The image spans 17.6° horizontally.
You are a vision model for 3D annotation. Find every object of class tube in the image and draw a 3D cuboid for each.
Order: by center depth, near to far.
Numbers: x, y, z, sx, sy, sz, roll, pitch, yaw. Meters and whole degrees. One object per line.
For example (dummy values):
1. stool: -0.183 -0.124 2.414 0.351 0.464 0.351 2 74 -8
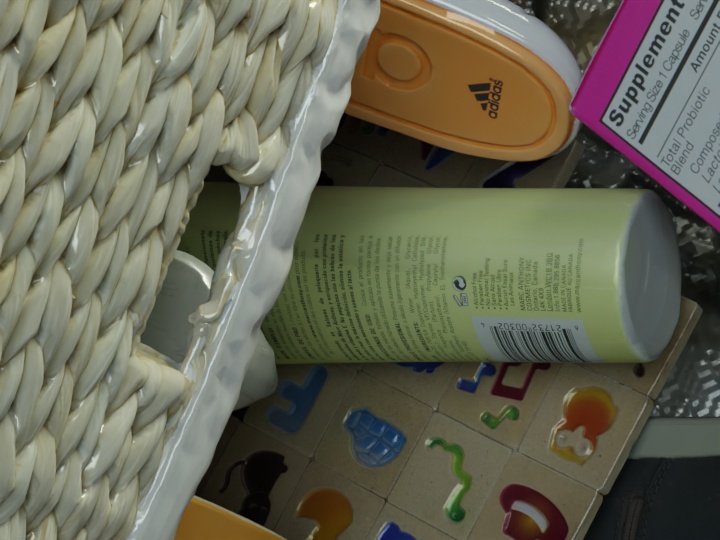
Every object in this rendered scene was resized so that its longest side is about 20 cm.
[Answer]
1. tube: 0.000 0.000 0.738 0.199 0.052 0.058 -1 80 28

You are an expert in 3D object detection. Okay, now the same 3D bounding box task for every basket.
1. basket: -0.136 -0.038 0.614 0.199 0.161 0.199 18 84 32

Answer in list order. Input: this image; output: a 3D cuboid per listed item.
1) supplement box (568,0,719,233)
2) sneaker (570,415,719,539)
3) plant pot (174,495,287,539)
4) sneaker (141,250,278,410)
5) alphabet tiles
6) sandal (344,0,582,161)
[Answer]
1. supplement box: 0.174 -0.035 0.648 0.200 0.101 0.104 43 125 25
2. sneaker: 0.143 0.097 0.711 0.200 0.075 0.107 -4 84 44
3. plant pot: -0.104 0.151 0.706 0.199 0.200 0.184 17 77 14
4. sneaker: -0.121 0.017 0.737 0.199 0.088 0.076 14 83 19
5. alphabet tiles: 0.009 0.020 0.774 0.200 0.008 0.168 25 83 34
6. sandal: -0.034 -0.071 0.710 0.206 0.079 0.059 18 47 13
